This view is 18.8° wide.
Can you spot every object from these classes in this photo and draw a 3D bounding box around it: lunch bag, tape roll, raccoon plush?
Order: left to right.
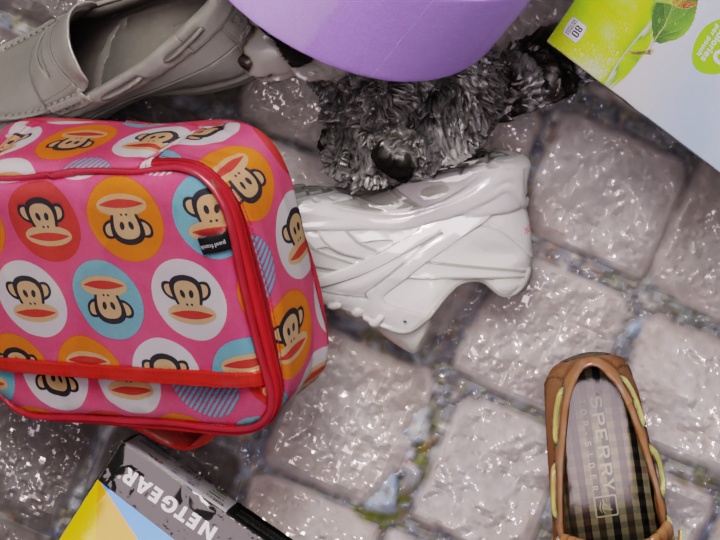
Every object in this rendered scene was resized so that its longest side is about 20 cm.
[{"bbox_3d":[-0.116,0.013,1.125,0.198,0.082,0.178,1,117,31],"label":"lunch bag"},{"bbox_3d":[0.003,-0.190,1.047,0.200,0.200,0.066,46,134,3],"label":"tape roll"},{"bbox_3d":[0.028,-0.133,1.127,0.199,0.096,0.135,-31,112,-31],"label":"raccoon plush"}]

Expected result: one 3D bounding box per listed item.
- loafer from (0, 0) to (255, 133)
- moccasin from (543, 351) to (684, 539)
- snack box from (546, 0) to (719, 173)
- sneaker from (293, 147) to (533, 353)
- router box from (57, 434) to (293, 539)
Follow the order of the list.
[{"bbox_3d":[-0.143,-0.115,1.152,0.198,0.070,0.071,-16,61,21],"label":"loafer"},{"bbox_3d":[0.137,0.144,1.142,0.073,0.078,0.203,-4,89,5],"label":"moccasin"},{"bbox_3d":[0.213,-0.120,1.033,0.200,0.067,0.169,41,102,34],"label":"snack box"},{"bbox_3d":[0.000,0.000,1.158,0.198,0.078,0.100,-10,99,10],"label":"sneaker"},{"bbox_3d":[-0.082,0.206,1.173,0.199,0.051,0.150,33,94,4],"label":"router box"}]
